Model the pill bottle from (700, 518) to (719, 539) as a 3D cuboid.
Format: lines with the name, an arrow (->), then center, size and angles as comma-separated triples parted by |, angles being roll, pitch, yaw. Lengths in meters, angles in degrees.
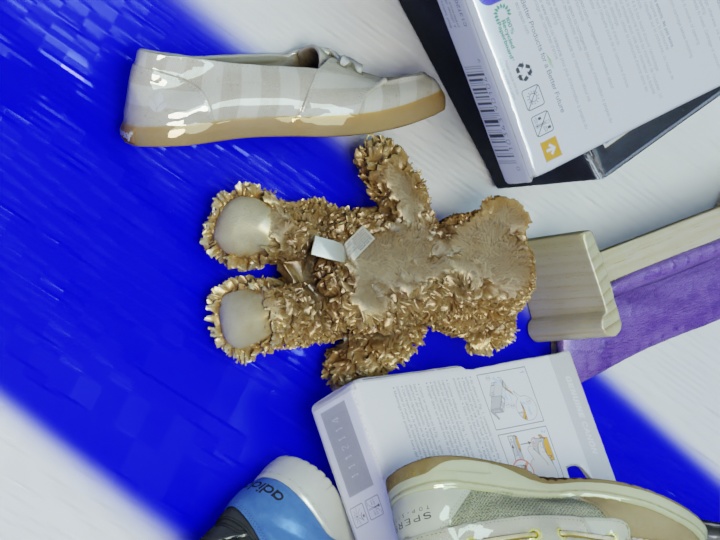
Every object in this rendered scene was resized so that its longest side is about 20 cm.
pill bottle -> 0.188, 0.251, 1.778 | 0.112, 0.112, 0.200 | 18, 79, -29

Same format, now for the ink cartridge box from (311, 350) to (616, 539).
ink cartridge box -> 0.078, 0.152, 1.702 | 0.176, 0.045, 0.200 | -6, 71, -43

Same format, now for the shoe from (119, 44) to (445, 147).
shoe -> -0.040, -0.103, 1.685 | 0.200, 0.070, 0.053 | -6, 99, -29

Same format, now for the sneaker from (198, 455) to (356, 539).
sneaker -> -0.021, 0.213, 1.674 | 0.111, 0.077, 0.200 | -42, 104, -32

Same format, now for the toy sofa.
toy sofa -> 0.198, -0.003, 1.815 | 0.200, 0.083, 0.098 | -20, 96, -30

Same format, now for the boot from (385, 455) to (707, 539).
boot -> 0.107, 0.190, 1.624 | 0.200, 0.072, 0.155 | 13, 59, -29

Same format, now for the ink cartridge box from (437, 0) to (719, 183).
ink cartridge box -> 0.132, -0.177, 1.666 | 0.200, 0.043, 0.198 | -26, 101, -24

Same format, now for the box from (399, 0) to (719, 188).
box -> 0.134, -0.181, 1.762 | 0.200, 0.123, 0.198 | -35, 104, -26

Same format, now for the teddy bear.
teddy bear -> 0.000, 0.000, 1.716 | 0.200, 0.067, 0.145 | -19, 88, -24
